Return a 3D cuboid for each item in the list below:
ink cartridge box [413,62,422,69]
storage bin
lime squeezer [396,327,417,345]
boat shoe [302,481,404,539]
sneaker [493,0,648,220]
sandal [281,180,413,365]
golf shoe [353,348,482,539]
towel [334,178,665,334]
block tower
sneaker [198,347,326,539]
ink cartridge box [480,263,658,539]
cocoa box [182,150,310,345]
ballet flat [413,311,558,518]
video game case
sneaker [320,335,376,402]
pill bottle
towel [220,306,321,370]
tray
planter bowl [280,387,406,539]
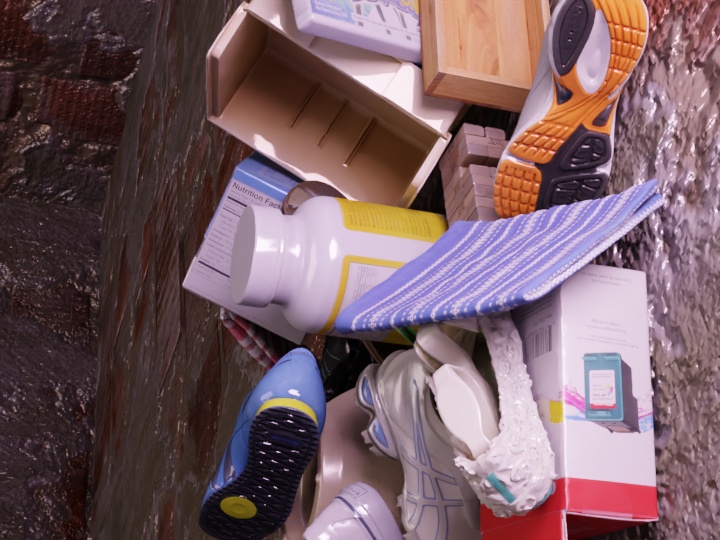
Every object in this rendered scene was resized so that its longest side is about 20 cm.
[{"bbox_3d":[0.088,-0.283,1.146,0.094,0.044,0.200,158,118,-71],"label":"ink cartridge box"},{"bbox_3d":[-0.023,-0.138,1.091,0.094,0.200,0.199,-57,0,-10],"label":"storage bin"},{"bbox_3d":[0.091,0.093,0.959,0.200,0.038,0.071,44,165,33],"label":"lime squeezer"},{"bbox_3d":[0.018,0.251,0.940,0.200,0.067,0.074,61,158,-13],"label":"boat shoe"},{"bbox_3d":[0.147,-0.120,0.884,0.092,0.076,0.200,-74,2,-55],"label":"sneaker"},{"bbox_3d":[-0.004,0.011,1.135,0.200,0.082,0.055,50,151,3],"label":"sandal"},{"bbox_3d":[0.072,0.146,0.900,0.097,0.078,0.200,-28,88,43],"label":"golf shoe"},{"bbox_3d":[0.083,-0.007,0.829,0.200,0.145,0.024,-13,108,55],"label":"towel"},{"bbox_3d":[0.103,-0.016,0.973,0.058,0.054,0.200,122,150,-53],"label":"block tower"},{"bbox_3d":[-0.074,0.142,1.016,0.078,0.066,0.200,-83,15,-48],"label":"sneaker"},{"bbox_3d":[0.130,0.107,0.819,0.116,0.067,0.200,139,136,-63],"label":"ink cartridge box"},{"bbox_3d":[-0.072,-0.036,1.264,0.131,0.133,0.200,-64,0,15],"label":"cocoa box"},{"bbox_3d":[0.069,0.065,0.802,0.200,0.072,0.072,-110,32,-51],"label":"ballet flat"},{"bbox_3d":[0.017,-0.251,1.010,0.022,0.200,0.182,-29,65,43],"label":"video game case"},{"bbox_3d":[-0.003,0.094,1.249,0.079,0.075,0.200,126,157,-73],"label":"sneaker"},{"bbox_3d":[0.000,0.000,1.045,0.112,0.200,0.112,-172,90,-72],"label":"pill bottle"},{"bbox_3d":[-0.082,0.087,1.300,0.030,0.200,0.146,-38,19,6],"label":"towel"},{"bbox_3d":[0.096,-0.221,1.008,0.037,0.099,0.200,127,146,-57],"label":"tray"},{"bbox_3d":[0.011,0.177,1.048,0.200,0.135,0.200,-172,90,-73],"label":"planter bowl"}]
